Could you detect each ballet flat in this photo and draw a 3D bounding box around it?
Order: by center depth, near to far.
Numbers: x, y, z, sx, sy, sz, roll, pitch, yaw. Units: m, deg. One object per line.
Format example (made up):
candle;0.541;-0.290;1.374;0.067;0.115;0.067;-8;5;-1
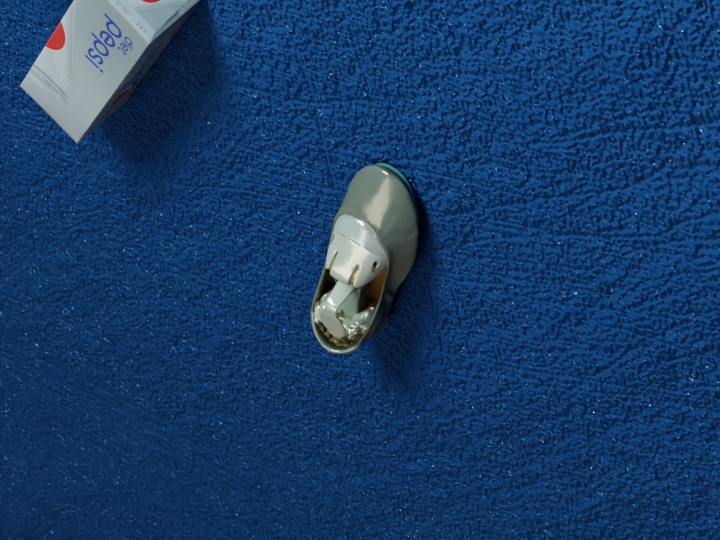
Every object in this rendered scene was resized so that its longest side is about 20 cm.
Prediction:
ballet flat;0.000;0.000;1.689;0.067;0.064;0.201;35;149;15

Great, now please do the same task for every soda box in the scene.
soda box;-0.191;-0.173;1.708;0.068;0.063;0.200;46;151;-3
